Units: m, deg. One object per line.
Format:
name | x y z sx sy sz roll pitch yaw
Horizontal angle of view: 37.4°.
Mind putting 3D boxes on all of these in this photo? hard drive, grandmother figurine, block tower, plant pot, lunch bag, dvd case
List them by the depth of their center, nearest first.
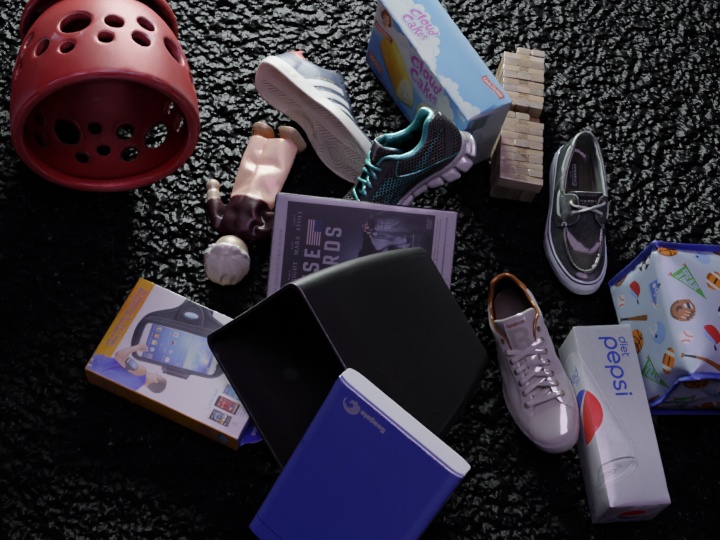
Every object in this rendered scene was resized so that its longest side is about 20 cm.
hard drive | -0.007 0.199 0.928 0.132 0.201 0.025 38 31 13
plant pot | 0.004 0.089 1.038 0.177 0.199 0.201 -30 89 -36
dvd case | 0.000 0.000 1.155 0.199 0.025 0.151 5 92 -5
lunch bag | 0.397 0.064 1.161 0.199 0.124 0.171 5 61 -20
plant pot | -0.283 -0.216 1.173 0.199 0.201 0.183 -5 60 -10
grandmother figurine | -0.122 -0.072 1.201 0.121 0.061 0.201 7 61 28
block tower | 0.191 -0.176 1.296 0.054 0.058 0.201 8 60 -3

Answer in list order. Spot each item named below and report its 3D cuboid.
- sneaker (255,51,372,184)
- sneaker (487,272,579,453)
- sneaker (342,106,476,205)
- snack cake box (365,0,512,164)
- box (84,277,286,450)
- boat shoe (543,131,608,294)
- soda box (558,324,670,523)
sneaker | -0.031 -0.190 1.267 0.200 0.075 0.084 48 48 8
sneaker | 0.172 0.094 1.123 0.072 0.085 0.201 -23 60 11
sneaker | 0.028 -0.110 1.183 0.200 0.091 0.078 -39 43 8
snack cake box | 0.090 -0.230 1.276 0.067 0.115 0.201 -25 67 -19
box | -0.170 0.100 1.109 0.199 0.042 0.119 22 61 7
boat shoe | 0.253 -0.073 1.238 0.072 0.071 0.201 2 63 -7
soda box | 0.264 0.160 1.121 0.068 0.064 0.201 -1 62 -8
